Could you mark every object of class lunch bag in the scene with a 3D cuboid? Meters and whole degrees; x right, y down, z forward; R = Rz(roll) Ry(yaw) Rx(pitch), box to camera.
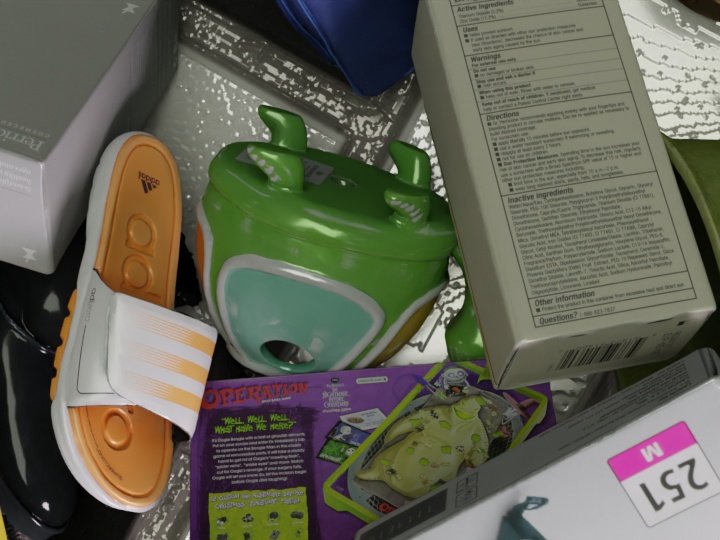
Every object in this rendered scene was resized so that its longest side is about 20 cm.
[{"bbox_3d":[0.006,-0.188,0.720,0.135,0.200,0.133,-38,67,5],"label":"lunch bag"}]

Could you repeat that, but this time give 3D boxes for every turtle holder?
[{"bbox_3d":[-0.007,-0.005,0.751,0.184,0.141,0.133,9,110,-25],"label":"turtle holder"}]

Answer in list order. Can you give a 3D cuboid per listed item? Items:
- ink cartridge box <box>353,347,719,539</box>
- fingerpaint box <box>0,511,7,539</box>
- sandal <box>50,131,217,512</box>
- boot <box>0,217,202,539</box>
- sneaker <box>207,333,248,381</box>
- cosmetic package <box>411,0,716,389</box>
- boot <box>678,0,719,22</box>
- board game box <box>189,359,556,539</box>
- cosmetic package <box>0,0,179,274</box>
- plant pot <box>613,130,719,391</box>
[{"bbox_3d":[0.120,0.158,0.619,0.199,0.044,0.174,-30,101,15],"label":"ink cartridge box"},{"bbox_3d":[-0.284,0.091,0.750,0.166,0.073,0.202,-19,84,49],"label":"fingerpaint box"},{"bbox_3d":[-0.111,0.019,0.682,0.059,0.079,0.209,-13,69,37],"label":"sandal"},{"bbox_3d":[-0.170,0.039,0.782,0.161,0.073,0.200,-28,78,9],"label":"boot"},{"bbox_3d":[-0.043,0.118,0.779,0.081,0.073,0.201,-29,92,-9],"label":"sneaker"},{"bbox_3d":[0.097,-0.051,0.665,0.102,0.073,0.202,-8,67,-7],"label":"cosmetic package"},{"bbox_3d":[0.257,-0.194,0.749,0.154,0.077,0.201,-32,88,5],"label":"boot"},{"bbox_3d":[0.008,0.110,0.692,0.197,0.032,0.121,-4,64,1],"label":"board game box"},{"bbox_3d":[-0.182,-0.102,0.733,0.106,0.201,0.091,14,132,4],"label":"cosmetic package"},{"bbox_3d":[0.248,0.008,0.704,0.188,0.200,0.202,-9,87,-8],"label":"plant pot"}]
